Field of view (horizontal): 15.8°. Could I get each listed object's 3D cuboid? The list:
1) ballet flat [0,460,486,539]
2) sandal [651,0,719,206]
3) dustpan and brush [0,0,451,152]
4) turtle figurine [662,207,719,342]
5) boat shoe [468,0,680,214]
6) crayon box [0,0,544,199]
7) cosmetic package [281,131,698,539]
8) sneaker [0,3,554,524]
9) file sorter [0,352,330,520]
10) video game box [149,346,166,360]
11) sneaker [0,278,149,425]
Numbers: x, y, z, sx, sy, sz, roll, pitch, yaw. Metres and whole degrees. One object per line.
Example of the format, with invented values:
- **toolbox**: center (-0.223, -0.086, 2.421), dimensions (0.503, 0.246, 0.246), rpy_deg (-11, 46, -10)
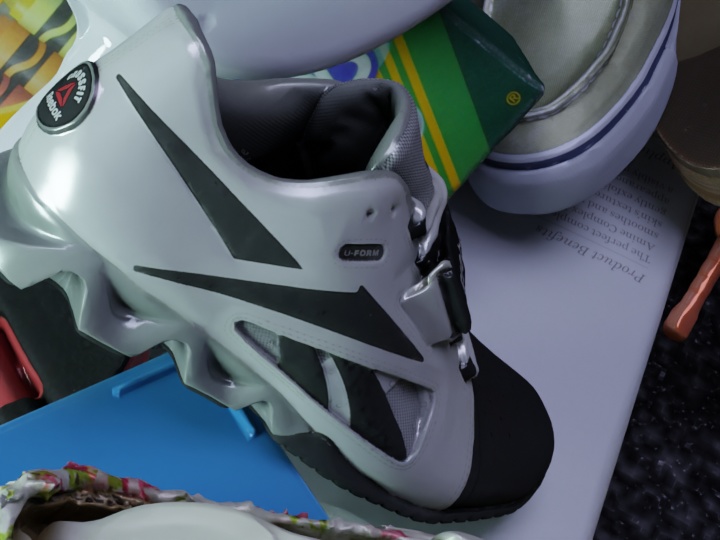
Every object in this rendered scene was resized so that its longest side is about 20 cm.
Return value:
- **ballet flat**: center (-0.004, 0.086, 0.604), dimensions (0.199, 0.064, 0.076), rpy_deg (7, 53, -15)
- **sandal**: center (0.119, -0.087, 0.867), dimensions (0.077, 0.070, 0.212), rpy_deg (-19, 45, 14)
- **dustpan and brush**: center (-0.046, -0.077, 0.673), dimensions (0.139, 0.200, 0.057), rpy_deg (31, 7, -31)
- **turtle figurine**: center (0.177, 0.009, 0.873), dimensions (0.161, 0.064, 0.200), rpy_deg (40, 42, 1)
- **boat shoe**: center (0.069, -0.109, 0.812), dimensions (0.072, 0.062, 0.201), rpy_deg (4, 54, 21)
- **crayon box**: center (-0.064, -0.070, 0.723), dimensions (0.200, 0.126, 0.052), rpy_deg (38, 12, -19)
- **cosmetic package**: center (0.035, 0.025, 0.810), dimensions (0.101, 0.074, 0.201), rpy_deg (25, 54, -1)
- **sneaker**: center (0.000, 0.000, 0.670), dimensions (0.200, 0.089, 0.074), rpy_deg (30, 21, -41)
- **file sorter**: center (-0.097, 0.137, 0.653), dimensions (0.199, 0.123, 0.139), rpy_deg (-23, 65, -31)
- **video game box**: center (-0.164, -0.040, 0.805), dimensions (0.181, 0.047, 0.201), rpy_deg (-13, 61, -29)
- **sneaker**: center (-0.141, 0.073, 0.720), dimensions (0.199, 0.087, 0.074), rpy_deg (-27, 61, -6)
